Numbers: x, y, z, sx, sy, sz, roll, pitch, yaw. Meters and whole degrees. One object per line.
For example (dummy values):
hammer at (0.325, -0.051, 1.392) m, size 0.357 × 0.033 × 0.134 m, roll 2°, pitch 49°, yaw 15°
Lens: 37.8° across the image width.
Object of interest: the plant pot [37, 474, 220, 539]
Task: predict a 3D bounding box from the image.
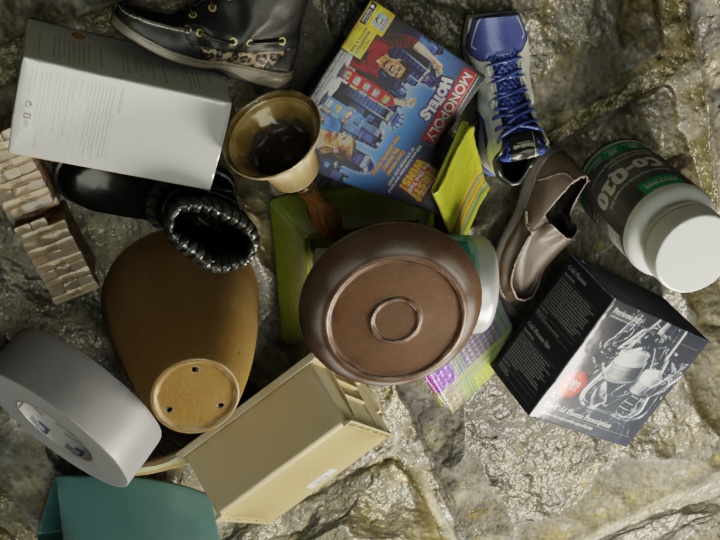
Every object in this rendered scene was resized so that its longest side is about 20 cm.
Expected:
plant pot at (-0.281, 0.342, 1.297) m, size 0.198 × 0.142 × 0.142 m, roll 1°, pitch 138°, yaw -28°

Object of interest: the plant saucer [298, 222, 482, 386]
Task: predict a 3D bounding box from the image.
plant saucer at (0.035, 0.046, 1.107) m, size 0.198 × 0.032 × 0.202 m, roll -4°, pitch 120°, yaw -7°

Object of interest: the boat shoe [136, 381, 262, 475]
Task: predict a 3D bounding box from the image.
boat shoe at (-0.201, 0.213, 1.305) m, size 0.198 × 0.072 × 0.076 m, roll -21°, pitch 137°, yaw -1°

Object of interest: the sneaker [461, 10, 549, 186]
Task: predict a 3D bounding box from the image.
sneaker at (0.168, -0.179, 1.157) m, size 0.080 × 0.115 × 0.201 m, roll -12°, pitch 120°, yaw -9°

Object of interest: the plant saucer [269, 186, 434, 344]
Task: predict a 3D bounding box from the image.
plant saucer at (0.000, 0.000, 1.249) m, size 0.198 × 0.048 × 0.202 m, roll -9°, pitch 120°, yaw -10°

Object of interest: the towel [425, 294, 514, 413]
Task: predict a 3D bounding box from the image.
towel at (0.120, 0.073, 1.299) m, size 0.143 × 0.023 × 0.201 m, roll -42°, pitch 131°, yaw -12°

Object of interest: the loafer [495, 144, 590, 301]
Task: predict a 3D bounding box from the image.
loafer at (0.216, -0.045, 1.255) m, size 0.073 × 0.071 × 0.202 m, roll -12°, pitch 124°, yaw -41°

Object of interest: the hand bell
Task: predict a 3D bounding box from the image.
hand bell at (-0.057, -0.087, 1.105) m, size 0.104 × 0.105 × 0.200 m, roll -29°, pitch 146°, yaw 2°

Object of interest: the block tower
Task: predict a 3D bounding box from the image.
block tower at (-0.344, -0.065, 1.119) m, size 0.054 × 0.058 × 0.201 m, roll -21°, pitch 119°, yaw -3°

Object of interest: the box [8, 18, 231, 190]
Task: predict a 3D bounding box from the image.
box at (-0.241, -0.165, 1.049) m, size 0.198 × 0.125 × 0.098 m, roll 10°, pitch 116°, yaw -20°

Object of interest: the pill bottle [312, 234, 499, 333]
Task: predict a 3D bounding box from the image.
pill bottle at (0.047, 0.013, 1.171) m, size 0.198 × 0.111 × 0.112 m, roll 1°, pitch 118°, yaw -10°

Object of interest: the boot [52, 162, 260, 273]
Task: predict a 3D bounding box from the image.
boot at (-0.213, -0.069, 1.089) m, size 0.209 × 0.158 × 0.080 m, roll 5°, pitch 117°, yaw -17°

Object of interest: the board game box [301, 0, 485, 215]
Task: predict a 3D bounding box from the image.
board game box at (0.036, -0.160, 1.144) m, size 0.199 × 0.062 × 0.201 m, roll 30°, pitch 108°, yaw -17°

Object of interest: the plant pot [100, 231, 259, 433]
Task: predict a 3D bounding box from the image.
plant pot at (-0.192, 0.081, 1.155) m, size 0.184 × 0.200 × 0.188 m, roll -6°, pitch 119°, yaw -10°

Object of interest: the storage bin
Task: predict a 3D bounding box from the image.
storage bin at (-0.081, 0.210, 1.271) m, size 0.199 × 0.094 × 0.198 m, roll -37°, pitch 158°, yaw 6°

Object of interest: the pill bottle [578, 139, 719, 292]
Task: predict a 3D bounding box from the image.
pill bottle at (0.340, -0.064, 1.215) m, size 0.112 × 0.200 × 0.114 m, roll -6°, pitch 119°, yaw -12°

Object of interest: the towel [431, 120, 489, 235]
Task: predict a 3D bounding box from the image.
towel at (0.112, -0.090, 1.156) m, size 0.018 × 0.200 × 0.087 m, roll 21°, pitch 81°, yaw 16°

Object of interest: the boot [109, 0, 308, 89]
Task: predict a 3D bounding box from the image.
boot at (-0.136, -0.275, 1.047) m, size 0.198 × 0.073 × 0.152 m, roll 14°, pitch 115°, yaw -25°

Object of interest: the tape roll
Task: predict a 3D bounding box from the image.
tape roll at (-0.319, 0.153, 1.162) m, size 0.201 × 0.199 × 0.066 m, roll 53°, pitch 58°, yaw -31°

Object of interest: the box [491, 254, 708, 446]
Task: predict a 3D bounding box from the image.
box at (0.304, 0.106, 1.337) m, size 0.199 × 0.104 × 0.183 m, roll 20°, pitch 111°, yaw -35°
